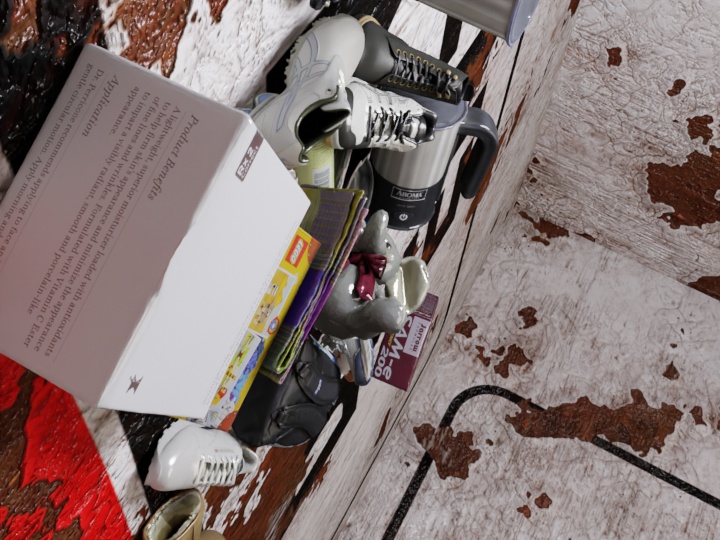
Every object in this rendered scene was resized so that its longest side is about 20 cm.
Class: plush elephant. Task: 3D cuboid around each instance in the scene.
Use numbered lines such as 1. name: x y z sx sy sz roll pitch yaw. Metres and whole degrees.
1. plush elephant: 0.000 0.000 1.086 0.157 0.162 0.201 -60 170 -23

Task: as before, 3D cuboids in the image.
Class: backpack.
1. backpack: -0.097 0.157 1.204 0.199 0.151 0.166 30 80 -56

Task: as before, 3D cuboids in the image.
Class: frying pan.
1. frying pan: -0.043 -0.077 1.159 0.190 0.030 0.117 -47 141 -32

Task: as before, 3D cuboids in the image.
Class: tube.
1. tube: -0.052 -0.165 0.966 0.203 0.051 0.059 92 -14 -45

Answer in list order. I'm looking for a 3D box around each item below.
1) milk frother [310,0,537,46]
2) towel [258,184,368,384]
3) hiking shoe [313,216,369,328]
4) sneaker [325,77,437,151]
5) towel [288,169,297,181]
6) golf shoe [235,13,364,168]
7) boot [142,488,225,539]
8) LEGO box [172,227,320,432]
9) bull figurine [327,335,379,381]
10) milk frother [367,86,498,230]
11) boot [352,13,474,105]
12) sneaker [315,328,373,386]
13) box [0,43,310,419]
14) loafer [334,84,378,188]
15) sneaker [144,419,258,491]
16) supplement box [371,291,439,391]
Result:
1. milk frother: 0.070 -0.290 0.871 0.203 0.185 0.181 -61 167 -11
2. towel: -0.070 0.004 0.917 0.023 0.143 0.203 30 84 -33
3. hiking shoe: -0.022 0.001 1.320 0.204 0.073 0.087 -67 171 7
4. sneaker: 0.028 -0.169 0.995 0.199 0.086 0.078 -25 127 -63
5. towel: -0.126 -0.012 0.964 0.132 0.034 0.204 -34 146 -66
6. golf shoe: -0.035 -0.164 0.853 0.202 0.096 0.079 -56 143 -25
7. boot: -0.224 0.359 1.186 0.176 0.065 0.203 -51 160 -50
8. LEGO box: -0.137 0.030 0.819 0.203 0.076 0.149 -64 153 -5
9. bull figurine: 0.001 0.089 1.361 0.122 0.064 0.201 -54 173 -25
10. milk frother: 0.081 -0.198 1.260 0.177 0.203 0.190 -9 143 -21
11. boot: 0.056 -0.238 1.055 0.200 0.136 0.079 -35 149 -65
12. sneaker: -0.034 0.061 1.224 0.077 0.083 0.205 -86 161 -87
13. box: -0.149 -0.014 0.642 0.202 0.129 0.200 -63 167 -6
14. loafer: -0.012 -0.140 1.097 0.203 0.062 0.072 -62 152 -23
15. sneaker: -0.184 0.223 1.063 0.078 0.079 0.200 -64 166 7
16. supplement box: 0.069 0.094 1.326 0.200 0.060 0.111 -44 153 -80
